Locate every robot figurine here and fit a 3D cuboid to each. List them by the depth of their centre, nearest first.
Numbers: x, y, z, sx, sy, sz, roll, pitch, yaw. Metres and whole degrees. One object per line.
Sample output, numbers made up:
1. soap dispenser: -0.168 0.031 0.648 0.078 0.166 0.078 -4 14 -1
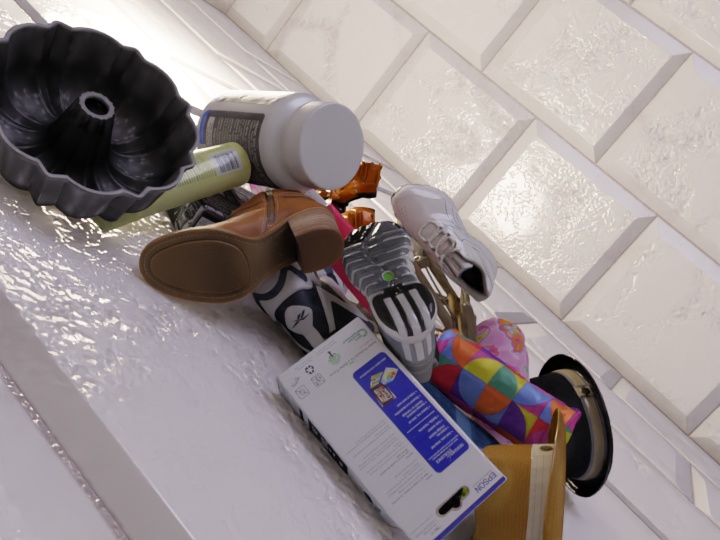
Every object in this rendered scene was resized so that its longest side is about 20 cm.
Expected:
1. robot figurine: -0.028 -0.098 1.139 0.058 0.146 0.200 9 -8 -23

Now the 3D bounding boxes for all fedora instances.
1. fedora: 0.149 0.221 0.716 0.081 0.203 0.201 4 6 14
2. fedora: 0.267 0.219 1.064 0.091 0.202 0.201 -2 28 -15

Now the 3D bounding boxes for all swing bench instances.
1. swing bench: 0.090 0.035 1.120 0.200 0.130 0.199 39 15 -8

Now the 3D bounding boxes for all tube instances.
1. tube: -0.205 -0.092 0.797 0.058 0.052 0.199 2 19 41

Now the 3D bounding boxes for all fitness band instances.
1. fitness band: 0.000 0.000 0.905 0.144 0.037 0.200 59 8 29

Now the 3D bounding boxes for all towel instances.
1. towel: 0.095 0.178 0.861 0.200 0.049 0.112 39 12 -3

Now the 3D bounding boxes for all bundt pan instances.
1. bundt pan: -0.256 -0.130 0.704 0.201 0.076 0.203 22 48 -26

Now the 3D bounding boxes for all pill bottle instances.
1. pill bottle: -0.096 -0.153 0.894 0.199 0.115 0.113 16 -8 45

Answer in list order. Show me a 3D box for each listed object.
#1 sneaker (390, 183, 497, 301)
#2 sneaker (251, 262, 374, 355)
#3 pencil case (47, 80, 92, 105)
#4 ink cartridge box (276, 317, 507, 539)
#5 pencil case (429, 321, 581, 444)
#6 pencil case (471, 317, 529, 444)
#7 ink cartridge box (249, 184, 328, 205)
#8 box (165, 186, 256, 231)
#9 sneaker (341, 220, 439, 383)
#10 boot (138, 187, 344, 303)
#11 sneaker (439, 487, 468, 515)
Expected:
1. sneaker: 0.119 -0.039 1.027 0.200 0.074 0.087 42 21 -15
2. sneaker: -0.033 0.056 0.853 0.130 0.079 0.199 52 6 11
3. pencil case: -0.322 -0.198 0.850 0.078 0.086 0.200 57 3 -33
4. ink cartridge box: 0.023 0.142 0.664 0.200 0.099 0.039 47 -22 25
5. pencil case: 0.162 0.147 0.907 0.199 0.089 0.088 35 9 28
6. pencil case: 0.189 0.154 1.033 0.087 0.087 0.201 36 32 -18
7. ink cartridge box: -0.100 -0.084 1.116 0.196 0.043 0.201 46 -18 27
8. box: -0.153 -0.059 0.941 0.199 0.050 0.158 28 17 -43
9. sneaker: 0.032 0.040 0.766 0.201 0.074 0.116 -106 -178 -57
10. boot: -0.124 -0.040 0.768 0.155 0.198 0.077 -129 -153 -62
11. sneaker: 0.038 0.161 0.735 0.201 0.074 0.081 55 11 25
